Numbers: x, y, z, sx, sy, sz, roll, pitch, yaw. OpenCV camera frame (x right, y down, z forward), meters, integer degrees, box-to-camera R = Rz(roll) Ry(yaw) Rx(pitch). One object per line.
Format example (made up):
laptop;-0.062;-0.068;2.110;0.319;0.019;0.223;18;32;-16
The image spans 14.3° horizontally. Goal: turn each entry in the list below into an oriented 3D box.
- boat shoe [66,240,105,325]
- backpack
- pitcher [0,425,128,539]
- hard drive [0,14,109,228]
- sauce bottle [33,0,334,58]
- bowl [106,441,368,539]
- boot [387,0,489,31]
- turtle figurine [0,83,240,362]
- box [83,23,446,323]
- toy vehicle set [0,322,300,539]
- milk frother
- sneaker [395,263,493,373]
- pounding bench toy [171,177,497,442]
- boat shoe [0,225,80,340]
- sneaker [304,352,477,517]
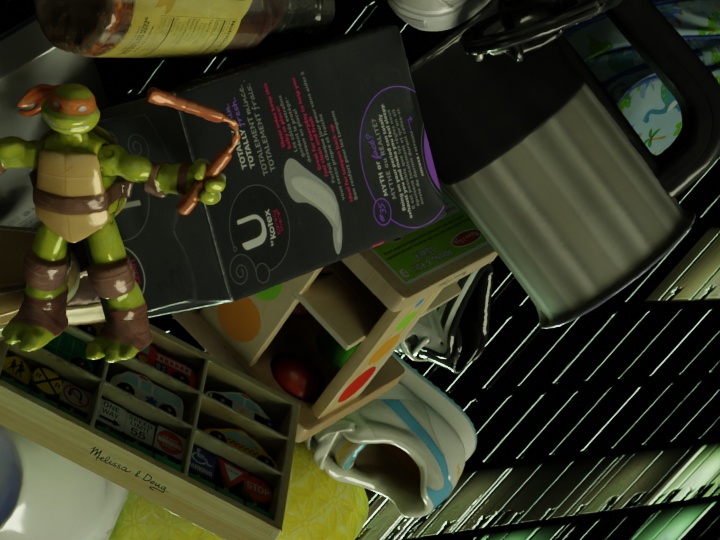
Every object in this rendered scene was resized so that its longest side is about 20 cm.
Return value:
boat shoe;-0.136;-0.021;1.694;0.199;0.072;0.072;-13;117;-28
backpack;0.159;-0.114;1.890;0.199;0.154;0.163;7;132;-37
pitcher;-0.204;0.117;1.852;0.172;0.121;0.200;-60;164;3
hard drive;-0.200;-0.061;1.631;0.132;0.025;0.200;-32;155;-10
sauce bottle;-0.092;-0.149;1.578;0.200;0.066;0.066;-7;142;-53
bowl;-0.102;0.139;1.976;0.200;0.200;0.108;-24;114;-24
boot;0.088;-0.227;1.629;0.200;0.073;0.096;-48;157;-27
turtle figurine;-0.162;-0.037;1.535;0.199;0.064;0.162;4;116;4
box;-0.061;-0.057;1.632;0.106;0.123;0.200;-10;-173;41
toy vehicle set;-0.132;0.082;1.730;0.199;0.124;0.027;28;123;-16
milk frother;0.120;-0.078;1.699;0.180;0.188;0.200;-36;-172;18
sneaker;0.011;0.044;1.979;0.201;0.116;0.076;-46;154;20
pounding bench toy;0.000;0.000;1.872;0.200;0.124;0.156;-27;158;-53
boat shoe;-0.252;0.001;1.583;0.199;0.072;0.076;-11;137;-17
sneaker;-0.015;0.087;1.938;0.077;0.200;0.081;-54;-177;40
